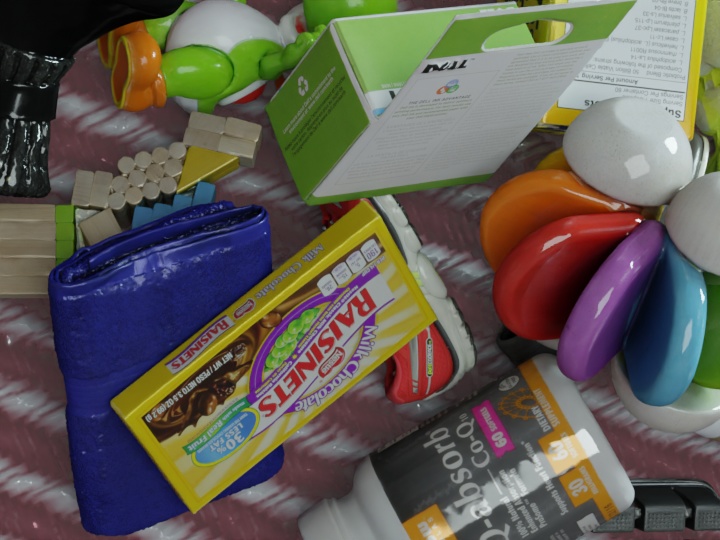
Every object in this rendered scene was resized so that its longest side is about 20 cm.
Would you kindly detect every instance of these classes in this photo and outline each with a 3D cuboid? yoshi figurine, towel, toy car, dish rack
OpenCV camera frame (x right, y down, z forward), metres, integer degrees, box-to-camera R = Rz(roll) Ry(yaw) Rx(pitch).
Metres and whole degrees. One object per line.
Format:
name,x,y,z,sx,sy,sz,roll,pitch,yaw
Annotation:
yoshi figurine,-0.060,-0.157,1.532,0.198,0.112,0.113,-4,89,-19
towel,-0.120,0.060,1.513,0.147,0.050,0.201,-18,125,-23
toy car,0.158,0.007,1.488,0.150,0.200,0.176,-25,145,-44
dish rack,0.178,0.245,1.656,0.152,0.055,0.202,1,96,-15

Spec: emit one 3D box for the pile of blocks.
pile of blocks,-0.146,-0.030,1.533,0.199,0.062,0.083,-25,78,-6

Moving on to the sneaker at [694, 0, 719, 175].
sneaker,0.274,-0.137,1.653,0.104,0.076,0.202,-15,105,-27

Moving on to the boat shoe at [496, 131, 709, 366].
boat shoe,0.162,-0.015,1.625,0.057,0.067,0.201,32,88,-20

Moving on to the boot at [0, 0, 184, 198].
boot,-0.186,-0.121,1.453,0.079,0.210,0.159,21,76,-46

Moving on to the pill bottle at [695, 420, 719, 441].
pill bottle,0.280,0.067,1.639,0.199,0.116,0.117,18,89,-16

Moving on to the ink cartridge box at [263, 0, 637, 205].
ink cartridge box,0.054,-0.128,1.472,0.147,0.200,0.076,-9,64,-35

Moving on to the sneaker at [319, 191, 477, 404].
sneaker,0.000,0.000,1.576,0.085,0.077,0.201,-33,102,-6

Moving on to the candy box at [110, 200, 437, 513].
candy box,-0.051,0.055,1.506,0.200,0.026,0.102,-39,134,-8

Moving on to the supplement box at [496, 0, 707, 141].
supplement box,0.157,-0.187,1.589,0.108,0.109,0.202,6,92,-16

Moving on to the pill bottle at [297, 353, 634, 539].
pill bottle,0.067,0.149,1.571,0.199,0.116,0.117,-31,102,2
